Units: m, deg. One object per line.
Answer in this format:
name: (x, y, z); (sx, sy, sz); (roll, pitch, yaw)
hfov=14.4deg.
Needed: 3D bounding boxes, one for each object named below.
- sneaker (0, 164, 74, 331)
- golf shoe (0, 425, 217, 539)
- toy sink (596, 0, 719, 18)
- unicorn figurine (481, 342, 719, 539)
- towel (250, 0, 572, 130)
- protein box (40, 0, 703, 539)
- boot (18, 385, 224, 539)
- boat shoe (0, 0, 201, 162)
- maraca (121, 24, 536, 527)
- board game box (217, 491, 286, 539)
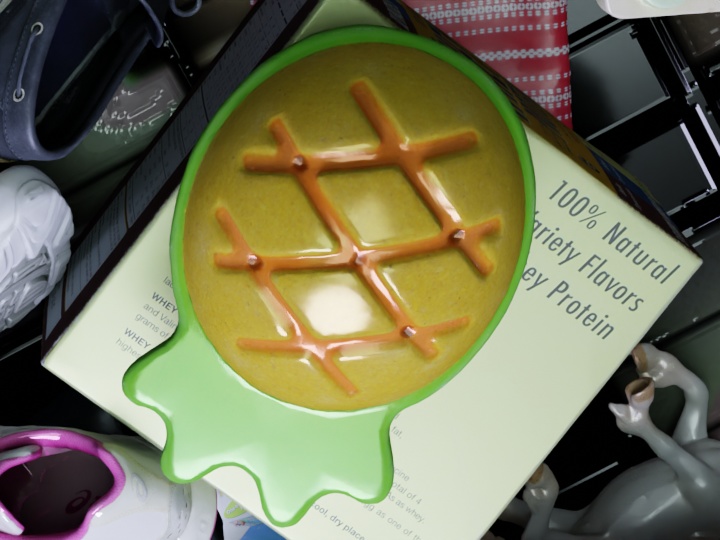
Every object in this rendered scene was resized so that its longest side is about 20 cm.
sneaker: (-0.200, 0.001, 1.241); (0.100, 0.078, 0.200); (54, 133, 6)
golf shoe: (-0.164, 0.092, 1.208); (0.199, 0.092, 0.076); (-4, 75, 18)
toy sink: (0.138, -0.177, 1.165); (0.112, 0.200, 0.131); (-6, 110, -14)
unicorn figurine: (0.141, 0.109, 1.342); (0.199, 0.074, 0.138); (-23, 118, 19)
towel: (0.022, -0.121, 1.279); (0.144, 0.022, 0.201); (-5, 108, -3)
protein box: (0.000, 0.000, 1.229); (0.198, 0.135, 0.200); (36, 99, -13)
boot: (-0.132, 0.163, 1.270); (0.168, 0.076, 0.201); (-30, 75, 4)
boat shoe: (-0.104, -0.124, 1.211); (0.200, 0.062, 0.075); (-56, 139, -20)
maraca: (-0.012, 0.003, 1.102); (0.137, 0.107, 0.201); (24, 102, -4)
board game box: (-0.105, 0.161, 1.357); (0.200, 0.034, 0.135); (-30, 108, 7)
